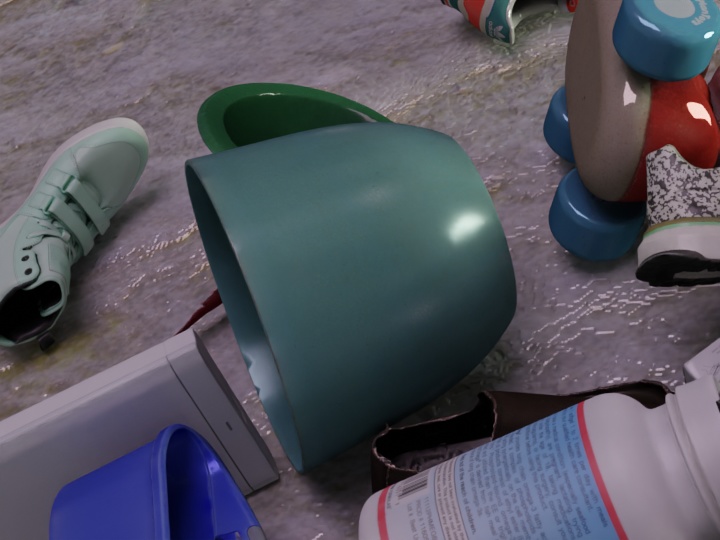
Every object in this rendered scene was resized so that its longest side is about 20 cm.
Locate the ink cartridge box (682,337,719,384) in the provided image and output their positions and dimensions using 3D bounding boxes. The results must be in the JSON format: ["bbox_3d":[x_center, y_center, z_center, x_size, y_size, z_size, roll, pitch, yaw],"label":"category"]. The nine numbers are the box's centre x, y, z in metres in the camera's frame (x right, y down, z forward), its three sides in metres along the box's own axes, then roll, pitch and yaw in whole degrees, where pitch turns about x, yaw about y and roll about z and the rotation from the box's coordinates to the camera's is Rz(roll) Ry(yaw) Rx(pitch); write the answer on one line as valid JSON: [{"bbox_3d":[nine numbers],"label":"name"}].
[{"bbox_3d":[0.270,0.094,0.766,0.099,0.039,0.200,-33,51,-7],"label":"ink cartridge box"}]

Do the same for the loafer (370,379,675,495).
[{"bbox_3d":[0.094,0.104,0.833,0.198,0.072,0.073,-18,43,11],"label":"loafer"}]

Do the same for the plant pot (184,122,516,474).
[{"bbox_3d":[0.000,0.000,0.899,0.159,0.202,0.201,-21,41,-10],"label":"plant pot"}]

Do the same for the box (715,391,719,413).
[{"bbox_3d":[0.268,0.103,0.573,0.198,0.047,0.195,-24,73,18],"label":"box"}]

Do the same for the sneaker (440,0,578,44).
[{"bbox_3d":[0.163,-0.249,1.159,0.199,0.071,0.094,-35,61,-12],"label":"sneaker"}]

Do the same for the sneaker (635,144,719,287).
[{"bbox_3d":[0.248,-0.044,0.840,0.198,0.077,0.090,-3,80,-18],"label":"sneaker"}]

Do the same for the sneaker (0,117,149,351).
[{"bbox_3d":[-0.219,-0.024,1.112,0.201,0.074,0.118,-46,38,-6],"label":"sneaker"}]

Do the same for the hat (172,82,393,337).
[{"bbox_3d":[-0.065,-0.024,1.080,0.198,0.177,0.166,4,34,-23],"label":"hat"}]

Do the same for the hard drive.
[{"bbox_3d":[-0.164,0.127,0.896,0.198,0.132,0.027,-26,42,1],"label":"hard drive"}]

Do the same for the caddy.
[{"bbox_3d":[-0.094,0.181,0.804,0.104,0.142,0.201,-24,43,11],"label":"caddy"}]

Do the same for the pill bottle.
[{"bbox_3d":[0.107,0.131,0.754,0.198,0.109,0.109,-26,41,15],"label":"pill bottle"}]

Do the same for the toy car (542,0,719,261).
[{"bbox_3d":[0.235,-0.110,0.936,0.198,0.185,0.178,9,45,-5],"label":"toy car"}]
